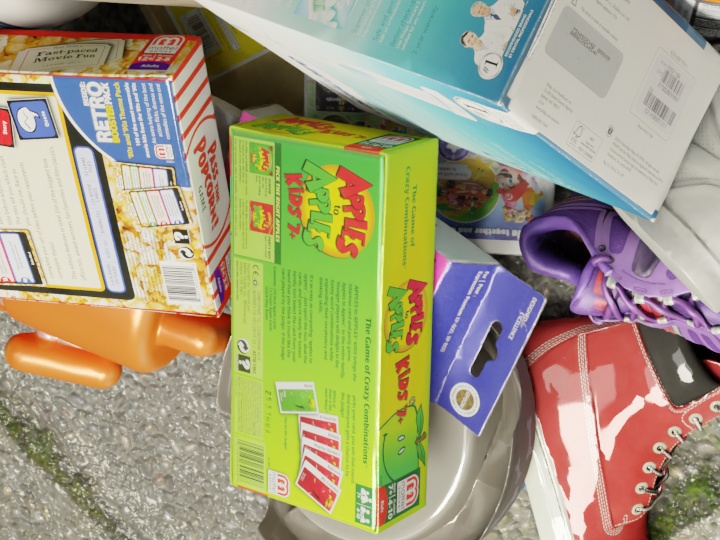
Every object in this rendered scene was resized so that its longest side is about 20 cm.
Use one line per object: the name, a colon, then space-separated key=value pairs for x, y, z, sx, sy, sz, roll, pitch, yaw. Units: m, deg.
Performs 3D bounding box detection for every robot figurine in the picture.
robot figurine: x=-0.163 y=-0.009 z=1.005 sx=0.200 sy=0.117 sz=0.144 roll=22 pitch=136 yaw=13

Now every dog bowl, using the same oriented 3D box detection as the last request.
dog bowl: x=0.012 y=0.085 z=0.950 sx=0.200 sy=0.059 sz=0.201 roll=1 pitch=93 yaw=32

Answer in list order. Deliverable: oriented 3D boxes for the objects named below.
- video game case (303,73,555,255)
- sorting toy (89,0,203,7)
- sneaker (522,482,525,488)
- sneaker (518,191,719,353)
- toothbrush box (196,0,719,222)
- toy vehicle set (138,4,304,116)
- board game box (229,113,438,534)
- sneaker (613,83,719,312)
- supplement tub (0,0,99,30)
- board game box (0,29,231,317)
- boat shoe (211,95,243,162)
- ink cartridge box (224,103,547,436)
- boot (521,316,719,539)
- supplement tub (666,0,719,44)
video game case: x=0.040 y=-0.105 z=0.903 sx=0.143 sy=0.018 sz=0.201 roll=3 pitch=114 yaw=3
sorting toy: x=-0.135 y=-0.232 z=0.823 sx=0.070 sy=0.198 sz=0.201 roll=-4 pitch=91 yaw=49
sneaker: x=0.044 y=0.182 z=1.032 sx=0.200 sy=0.077 sz=0.111 roll=-31 pitch=106 yaw=24
sneaker: x=0.158 y=0.012 z=0.845 sx=0.200 sy=0.083 sz=0.081 roll=26 pitch=132 yaw=53
toothbrush box: x=0.043 y=-0.111 z=0.753 sx=0.200 sy=0.146 sz=0.085 roll=24 pitch=88 yaw=41
toy vehicle set: x=-0.063 y=-0.154 z=0.945 sx=0.124 sy=0.027 sz=0.200 roll=-21 pitch=104 yaw=30
board game box: x=-0.016 y=0.026 z=0.856 sx=0.101 sy=0.048 sz=0.201 roll=13 pitch=110 yaw=34
sneaker: x=0.163 y=-0.075 z=0.809 sx=0.116 sy=0.200 sz=0.074 roll=-43 pitch=132 yaw=7
supplement tub: x=-0.240 y=-0.199 z=0.919 sx=0.200 sy=0.145 sz=0.145 roll=-1 pitch=114 yaw=40
board game box: x=-0.174 y=-0.054 z=0.885 sx=0.199 sy=0.046 sz=0.152 roll=5 pitch=127 yaw=15
boat shoe: x=-0.144 y=-0.092 z=0.952 sx=0.199 sy=0.066 sz=0.070 roll=11 pitch=119 yaw=-8
ink cartridge box: x=0.000 y=0.000 z=0.890 sx=0.200 sy=0.037 sz=0.095 roll=36 pitch=120 yaw=22
boot: x=0.172 y=0.114 z=0.946 sx=0.144 sy=0.072 sz=0.200 roll=-14 pitch=104 yaw=27
supplement tub: x=0.166 y=-0.165 z=0.727 sx=0.107 sy=0.200 sz=0.107 roll=0 pitch=89 yaw=9
